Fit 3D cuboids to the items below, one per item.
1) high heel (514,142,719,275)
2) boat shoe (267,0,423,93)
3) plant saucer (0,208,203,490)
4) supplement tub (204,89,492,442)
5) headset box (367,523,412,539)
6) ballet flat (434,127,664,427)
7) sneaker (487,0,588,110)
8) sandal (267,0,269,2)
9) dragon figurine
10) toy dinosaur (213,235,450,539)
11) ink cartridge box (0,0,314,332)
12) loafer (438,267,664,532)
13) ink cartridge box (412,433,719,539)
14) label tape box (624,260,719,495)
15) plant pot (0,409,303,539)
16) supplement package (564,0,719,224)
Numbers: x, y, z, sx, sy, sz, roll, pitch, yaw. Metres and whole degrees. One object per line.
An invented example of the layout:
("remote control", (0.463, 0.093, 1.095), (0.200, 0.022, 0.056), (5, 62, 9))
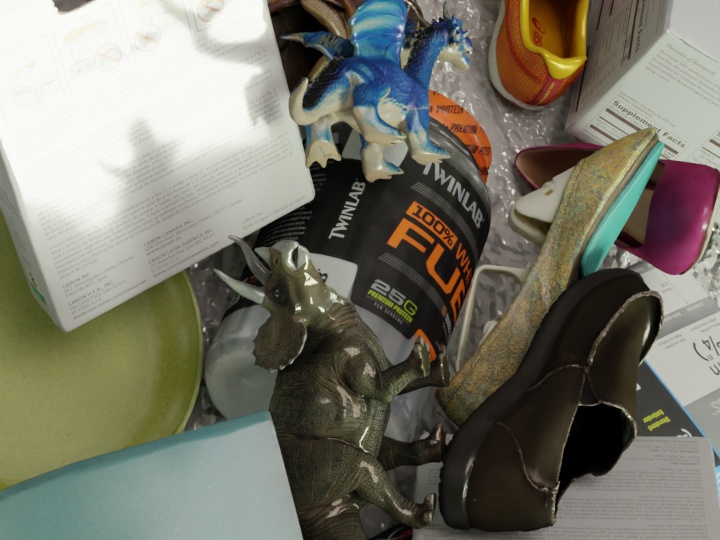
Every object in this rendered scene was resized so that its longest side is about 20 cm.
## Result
("high heel", (0.148, -0.042, 1.341), (0.095, 0.200, 0.068), (17, 89, -7))
("boat shoe", (-0.030, -0.124, 1.283), (0.199, 0.072, 0.073), (-14, 99, -39))
("plant saucer", (-0.180, 0.032, 1.213), (0.198, 0.031, 0.202), (11, 64, -24))
("supplement tub", (0.000, 0.000, 1.271), (0.122, 0.122, 0.201), (30, 58, -14))
("headset box", (0.119, 0.187, 1.212), (0.148, 0.199, 0.076), (-23, 126, -34))
("ballet flat", (0.100, -0.001, 1.260), (0.070, 0.071, 0.201), (29, 81, -15))
("sneaker", (0.118, -0.202, 1.456), (0.072, 0.077, 0.202), (4, 65, -25))
("sandal", (-0.101, -0.133, 1.309), (0.079, 0.059, 0.207), (52, 60, -28))
("dragon figurine", (-0.002, -0.106, 1.188), (0.199, 0.059, 0.100), (10, 66, -57))
("toy dinosaur", (-0.010, 0.080, 1.146), (0.077, 0.101, 0.202), (-22, 111, -74))
("ink cartridge box", (-0.117, -0.089, 1.161), (0.160, 0.050, 0.201), (-28, 126, -19))
("loafer", (0.114, 0.074, 1.181), (0.071, 0.073, 0.200), (18, 45, 25))
("ink cartridge box", (0.105, 0.155, 1.149), (0.161, 0.050, 0.201), (0, 33, 5))
("label tape box", (0.188, 0.096, 1.330), (0.144, 0.063, 0.200), (-21, 66, -45))
("plant pot", (-0.134, 0.172, 1.110), (0.198, 0.141, 0.142), (-10, 73, -18))
("supplement package", (0.251, -0.122, 1.456), (0.199, 0.111, 0.156), (30, 46, -15))
